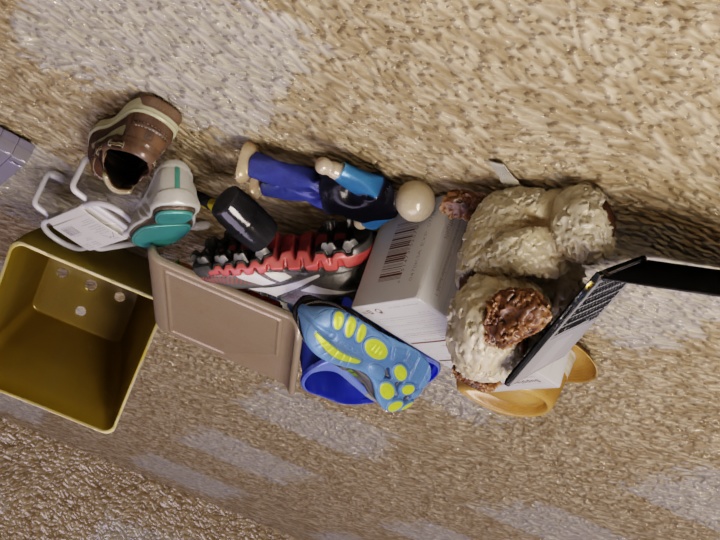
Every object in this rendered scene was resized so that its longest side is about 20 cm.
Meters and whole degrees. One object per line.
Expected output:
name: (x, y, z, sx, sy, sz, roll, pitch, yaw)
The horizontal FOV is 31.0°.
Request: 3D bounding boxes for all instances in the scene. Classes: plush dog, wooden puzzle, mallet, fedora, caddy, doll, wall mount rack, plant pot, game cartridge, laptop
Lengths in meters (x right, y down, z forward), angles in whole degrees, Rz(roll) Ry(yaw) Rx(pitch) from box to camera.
plush dog: (0.129, 0.018, 1.173, 0.159, 0.173, 0.201, 19, 152, 4)
wooden puzzle: (-0.152, 0.054, 1.481, 0.198, 0.037, 0.186, 27, 153, 8)
mallet: (-0.157, -0.073, 1.359, 0.066, 0.041, 0.199, 45, 170, -36)
fedora: (0.177, 0.119, 1.528, 0.198, 0.083, 0.201, 18, 159, 7)
caddy: (0.009, 0.104, 1.523, 0.140, 0.106, 0.199, -23, 155, 22)
doll: (-0.023, -0.080, 1.266, 0.197, 0.049, 0.137, 13, 161, 18)
wall mount rack: (-0.285, -0.062, 1.525, 0.173, 0.075, 0.199, 36, 155, -27)
plant pot: (-0.361, 0.052, 1.665, 0.198, 0.202, 0.177, 23, -159, -8)
game cartridge: (-0.472, -0.146, 1.534, 0.129, 0.039, 0.199, 33, 156, -22)
laptop: (0.254, 0.052, 1.145, 0.116, 0.201, 0.187, 44, -160, 15)

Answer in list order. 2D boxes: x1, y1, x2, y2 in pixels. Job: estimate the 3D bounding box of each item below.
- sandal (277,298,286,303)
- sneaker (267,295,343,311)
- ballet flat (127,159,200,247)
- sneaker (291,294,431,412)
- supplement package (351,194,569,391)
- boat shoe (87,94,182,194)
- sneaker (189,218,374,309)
sandal: (0.000, 0.000, 1.434, 0.197, 0.081, 0.087, 8, -167, 11)
sneaker: (-0.053, 0.055, 1.597, 0.084, 0.078, 0.200, 8, 158, 15)
ballet flat: (-0.205, -0.072, 1.368, 0.069, 0.070, 0.200, 24, 164, -12)
sneaker: (0.003, 0.080, 1.343, 0.199, 0.071, 0.083, 38, -176, -40)
supplement package: (0.112, 0.028, 1.314, 0.199, 0.118, 0.117, 31, 157, -28)
boat shoe: (-0.248, -0.116, 1.341, 0.074, 0.076, 0.202, 25, 159, -15)
sneaker: (-0.078, 0.004, 1.360, 0.197, 0.071, 0.099, -4, 124, 10)
